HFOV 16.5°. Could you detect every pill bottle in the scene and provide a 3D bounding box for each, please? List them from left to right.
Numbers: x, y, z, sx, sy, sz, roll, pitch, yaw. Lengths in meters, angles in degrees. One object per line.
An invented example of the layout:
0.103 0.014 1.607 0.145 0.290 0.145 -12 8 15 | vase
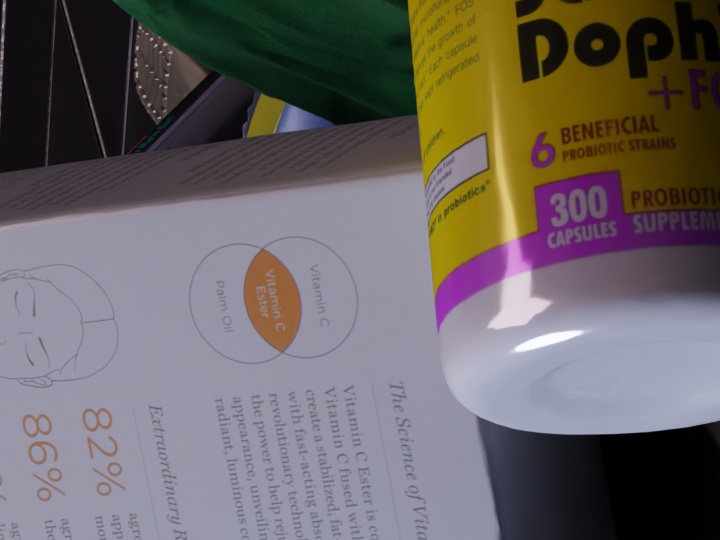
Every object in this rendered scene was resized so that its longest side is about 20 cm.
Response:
0.064 -0.066 0.649 0.104 0.103 0.202 122 145 -66 | pill bottle

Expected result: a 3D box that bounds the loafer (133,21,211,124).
-0.048 -0.067 1.213 0.200 0.068 0.076 57 149 39 | loafer

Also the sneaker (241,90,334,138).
-0.013 0.014 0.913 0.066 0.078 0.201 -28 -42 -58 | sneaker

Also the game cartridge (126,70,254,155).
-0.054 -0.008 0.997 0.200 0.038 0.131 -52 -43 -54 | game cartridge

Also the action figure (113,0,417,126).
-0.017 -0.091 0.799 0.118 0.199 0.055 115 179 -55 | action figure

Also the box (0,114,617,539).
-0.038 0.042 0.761 0.106 0.198 0.154 -35 -63 -66 | box
